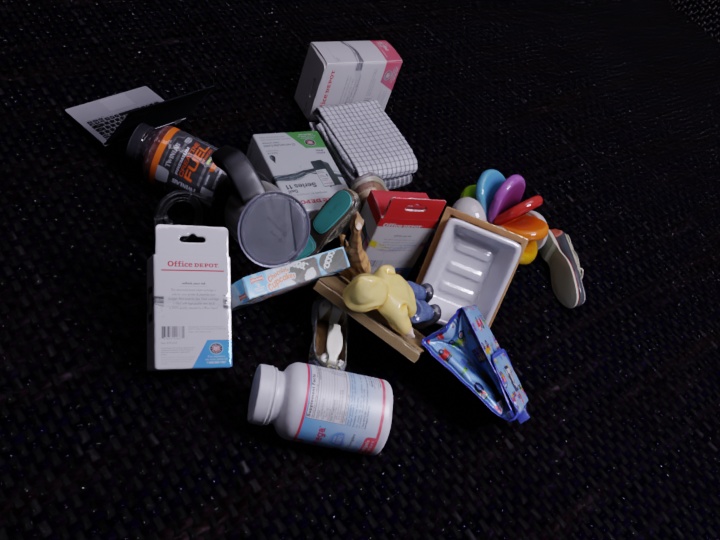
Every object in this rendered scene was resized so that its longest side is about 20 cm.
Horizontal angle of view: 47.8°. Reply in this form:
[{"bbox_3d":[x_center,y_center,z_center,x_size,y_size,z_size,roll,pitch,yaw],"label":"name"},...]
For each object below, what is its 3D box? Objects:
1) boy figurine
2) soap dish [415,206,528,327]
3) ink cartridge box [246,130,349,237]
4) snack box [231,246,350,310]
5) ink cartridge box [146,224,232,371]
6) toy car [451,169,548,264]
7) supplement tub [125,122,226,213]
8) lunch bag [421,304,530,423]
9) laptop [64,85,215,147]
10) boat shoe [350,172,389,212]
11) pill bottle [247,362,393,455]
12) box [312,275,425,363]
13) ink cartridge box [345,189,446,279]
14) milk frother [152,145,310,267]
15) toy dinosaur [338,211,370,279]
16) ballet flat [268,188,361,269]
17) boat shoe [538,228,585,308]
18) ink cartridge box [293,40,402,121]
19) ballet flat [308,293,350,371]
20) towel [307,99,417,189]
[{"bbox_3d":[0.051,0.049,1.266,0.198,0.064,0.127,12,52,-51],"label":"boy figurine"},{"bbox_3d":[0.182,0.003,1.416,0.154,0.204,0.082,20,20,-5],"label":"soap dish"},{"bbox_3d":[-0.111,-0.156,1.494,0.144,0.084,0.202,-9,55,-31],"label":"ink cartridge box"},{"bbox_3d":[-0.125,0.016,1.301,0.197,0.115,0.038,-18,86,-36],"label":"snack box"},{"bbox_3d":[-0.250,0.042,1.185,0.113,0.066,0.206,2,81,-24],"label":"ink cartridge box"},{"bbox_3d":[0.286,-0.115,1.599,0.173,0.151,0.200,-25,63,-40],"label":"toy car"},{"bbox_3d":[-0.303,-0.180,1.408,0.196,0.108,0.108,25,43,-1],"label":"supplement tub"},{"bbox_3d":[0.201,0.163,1.312,0.202,0.094,0.150,53,12,10],"label":"lunch bag"},{"bbox_3d":[-0.397,-0.308,1.459,0.199,0.118,0.186,38,43,23],"label":"laptop"},{"bbox_3d":[0.045,-0.103,1.483,0.199,0.075,0.073,32,34,-53],"label":"boat shoe"},{"bbox_3d":[-0.059,0.195,1.171,0.195,0.110,0.110,13,44,-13],"label":"pill bottle"},{"bbox_3d":[0.025,0.075,1.327,0.198,0.022,0.163,36,8,10],"label":"box"},{"bbox_3d":[0.056,-0.071,1.407,0.113,0.202,0.068,0,48,-27],"label":"ink cartridge box"},{"bbox_3d":[-0.208,-0.074,1.277,0.180,0.201,0.188,43,-4,-27],"label":"milk frother"},{"bbox_3d":[0.000,0.000,1.349,0.060,0.203,0.105,-33,30,-22],"label":"toy dinosaur"},{"bbox_3d":[-0.075,-0.059,1.402,0.068,0.199,0.075,53,6,24],"label":"ballet flat"},{"bbox_3d":[0.411,-0.006,1.620,0.061,0.072,0.203,9,42,-21],"label":"boat shoe"},{"bbox_3d":[-0.027,-0.403,1.721,0.196,0.148,0.084,-11,52,-33],"label":"ink cartridge box"},{"bbox_3d":[-0.044,0.096,1.301,0.070,0.073,0.203,15,44,-12],"label":"ballet flat"},{"bbox_3d":[0.000,-0.243,1.634,0.163,0.086,0.202,-15,59,-33],"label":"towel"}]
